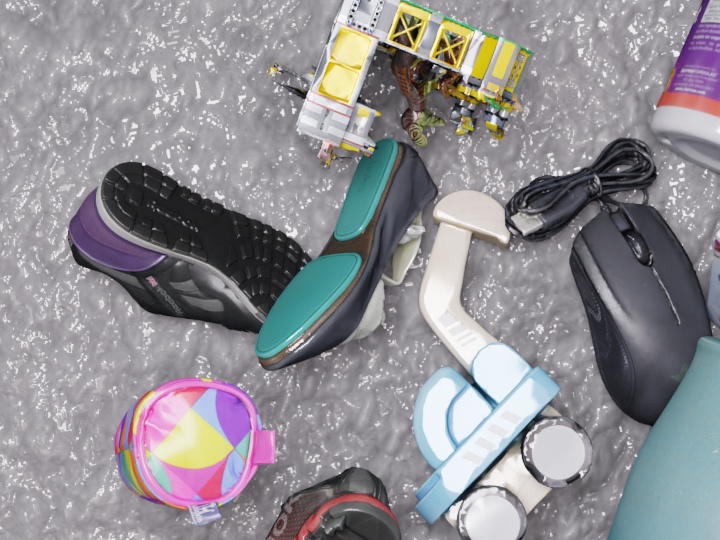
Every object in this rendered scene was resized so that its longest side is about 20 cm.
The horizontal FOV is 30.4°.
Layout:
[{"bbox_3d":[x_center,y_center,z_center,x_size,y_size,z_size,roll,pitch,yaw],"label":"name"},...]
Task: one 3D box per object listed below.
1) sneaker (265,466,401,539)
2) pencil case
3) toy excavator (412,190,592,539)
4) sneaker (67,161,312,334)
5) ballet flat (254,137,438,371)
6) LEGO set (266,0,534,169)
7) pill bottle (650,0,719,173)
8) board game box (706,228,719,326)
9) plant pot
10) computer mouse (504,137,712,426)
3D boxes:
[{"bbox_3d":[-0.043,0.214,0.932,0.071,0.098,0.201,35,112,-13],"label":"sneaker"},{"bbox_3d":[-0.114,0.116,0.864,0.087,0.200,0.089,2,83,-15],"label":"pencil case"},{"bbox_3d":[0.080,0.072,0.929,0.200,0.100,0.195,43,88,7],"label":"toy excavator"},{"bbox_3d":[-0.112,0.002,0.937,0.199,0.087,0.076,33,46,-19],"label":"sneaker"},{"bbox_3d":[0.000,0.000,0.910,0.073,0.073,0.201,29,62,-2],"label":"ballet flat"},{"bbox_3d":[0.024,-0.112,0.877,0.152,0.200,0.117,20,97,-15],"label":"LEGO set"},{"bbox_3d":[0.289,-0.168,0.920,0.111,0.111,0.202,24,89,-2],"label":"pill bottle"},{"bbox_3d":[0.311,-0.055,0.874,0.041,0.200,0.200,42,87,20],"label":"board game box"},{"bbox_3d":[0.267,0.148,0.870,0.198,0.200,0.190,13,93,-2],"label":"plant pot"},{"bbox_3d":[0.193,0.014,0.929,0.138,0.053,0.202,-25,95,-26],"label":"computer mouse"}]
